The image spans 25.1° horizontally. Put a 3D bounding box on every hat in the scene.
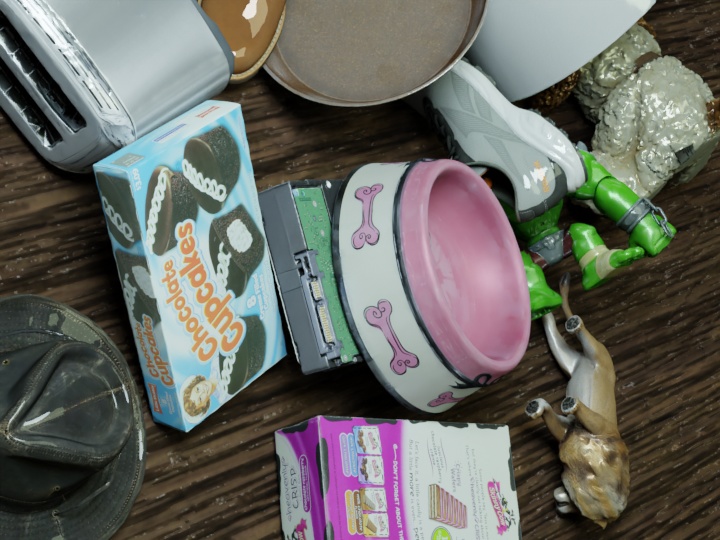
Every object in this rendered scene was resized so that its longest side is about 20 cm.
[{"bbox_3d":[-0.204,0.099,1.036,0.199,0.081,0.203,14,67,-38],"label":"hat"}]

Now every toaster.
[{"bbox_3d":[-0.192,-0.166,1.118,0.201,0.113,0.129,55,50,-15],"label":"toaster"}]

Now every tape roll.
[{"bbox_3d":[0.152,-0.262,1.396,0.139,0.202,0.203,50,49,-18],"label":"tape roll"}]

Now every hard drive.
[{"bbox_3d":[0.000,0.000,1.243,0.200,0.038,0.141,-9,82,-62],"label":"hard drive"}]

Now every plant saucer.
[{"bbox_3d":[0.007,-0.211,1.286,0.035,0.198,0.202,62,30,-63],"label":"plant saucer"}]

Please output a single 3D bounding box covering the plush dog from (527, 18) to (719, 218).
[{"bbox_3d":[0.254,-0.166,1.507,0.172,0.161,0.199,48,46,13],"label":"plush dog"}]

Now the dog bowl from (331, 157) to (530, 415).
[{"bbox_3d":[0.062,0.005,1.236,0.200,0.073,0.202,35,46,-47],"label":"dog bowl"}]

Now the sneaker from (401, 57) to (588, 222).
[{"bbox_3d":[0.091,-0.112,1.325,0.079,0.200,0.074,-42,148,-15],"label":"sneaker"}]

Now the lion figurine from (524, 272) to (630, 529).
[{"bbox_3d":[0.195,0.112,1.393,0.122,0.072,0.201,43,46,-36],"label":"lion figurine"}]

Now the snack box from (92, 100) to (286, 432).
[{"bbox_3d":[-0.114,-0.003,1.124,0.116,0.037,0.202,-37,128,-42],"label":"snack box"}]

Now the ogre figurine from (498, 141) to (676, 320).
[{"bbox_3d":[0.155,-0.030,1.376,0.121,0.199,0.098,61,9,14],"label":"ogre figurine"}]

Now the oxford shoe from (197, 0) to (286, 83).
[{"bbox_3d":[-0.080,-0.242,1.255,0.071,0.071,0.202,18,72,-8],"label":"oxford shoe"}]

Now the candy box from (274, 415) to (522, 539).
[{"bbox_3d":[0.033,0.186,1.229,0.199,0.061,0.138,8,70,-39],"label":"candy box"}]
